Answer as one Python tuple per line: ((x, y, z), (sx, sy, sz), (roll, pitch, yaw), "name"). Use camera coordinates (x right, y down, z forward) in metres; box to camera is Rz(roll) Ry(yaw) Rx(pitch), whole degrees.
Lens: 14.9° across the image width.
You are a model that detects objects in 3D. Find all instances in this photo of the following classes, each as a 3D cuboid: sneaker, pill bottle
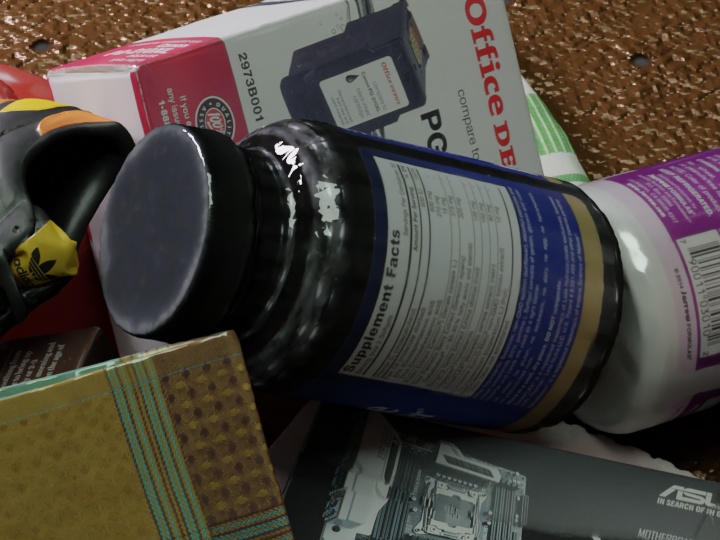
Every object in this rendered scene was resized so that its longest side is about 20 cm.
((-0.162, 0.002, 1.105), (0.090, 0.070, 0.200), (1, 46, 33), "sneaker")
((0.000, 0.000, 1.124), (0.199, 0.112, 0.112), (11, 35, -33), "pill bottle")
((0.180, -0.003, 1.245), (0.199, 0.113, 0.112), (-15, 45, -28), "pill bottle")

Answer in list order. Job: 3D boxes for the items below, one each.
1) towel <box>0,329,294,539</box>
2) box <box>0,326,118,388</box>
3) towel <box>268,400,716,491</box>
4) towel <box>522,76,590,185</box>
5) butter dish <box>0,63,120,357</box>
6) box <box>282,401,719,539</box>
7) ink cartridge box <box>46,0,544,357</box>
((-0.124, 0.117, 1.044), (0.199, 0.022, 0.147), (-16, 89, -1), "towel")
((-0.197, 0.092, 1.140), (0.199, 0.075, 0.100), (-7, 35, 19), "box")
((0.037, 0.128, 1.176), (0.200, 0.032, 0.191), (22, 48, 21), "towel")
((0.013, -0.078, 1.398), (0.152, 0.023, 0.200), (-18, 45, -18), "towel")
((-0.171, -0.025, 1.255), (0.199, 0.148, 0.200), (28, 51, 28), "butter dish")
((0.057, 0.141, 1.105), (0.199, 0.050, 0.158), (12, 45, 12), "box")
((-0.021, -0.048, 1.226), (0.200, 0.145, 0.084), (-21, 13, -33), "ink cartridge box")
